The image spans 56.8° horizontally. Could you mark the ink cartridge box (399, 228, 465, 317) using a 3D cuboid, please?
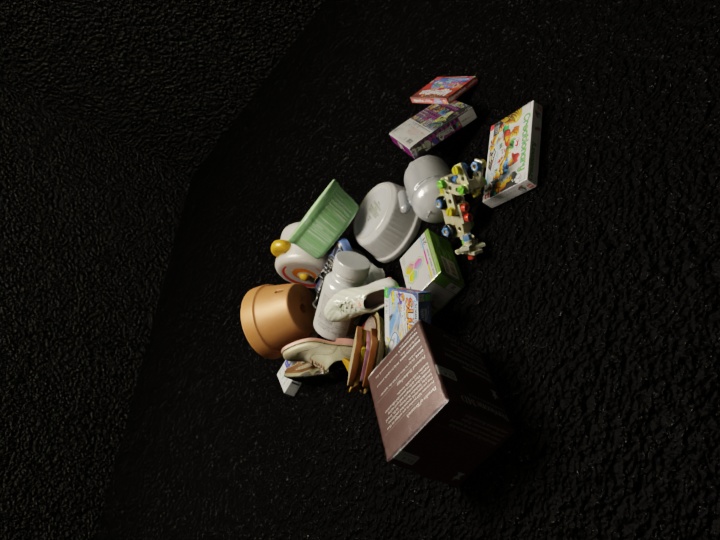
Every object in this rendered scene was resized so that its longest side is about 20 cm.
[{"bbox_3d":[0.123,0.036,1.458,0.200,0.075,0.149,-47,31,27],"label":"ink cartridge box"}]

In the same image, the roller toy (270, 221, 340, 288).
[{"bbox_3d":[-0.146,-0.037,1.877,0.179,0.201,0.142,3,63,13],"label":"roller toy"}]

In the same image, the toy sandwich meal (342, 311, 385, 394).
[{"bbox_3d":[0.002,0.184,1.492,0.205,0.069,0.209,-170,90,-79],"label":"toy sandwich meal"}]

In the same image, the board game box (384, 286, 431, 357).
[{"bbox_3d":[0.097,0.139,1.373,0.135,0.034,0.204,7,99,62],"label":"board game box"}]

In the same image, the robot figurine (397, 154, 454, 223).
[{"bbox_3d":[0.164,-0.187,1.534,0.168,0.113,0.201,-27,38,11],"label":"robot figurine"}]

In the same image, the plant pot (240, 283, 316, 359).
[{"bbox_3d":[-0.202,0.121,1.776,0.139,0.200,0.203,-21,47,31],"label":"plant pot"}]

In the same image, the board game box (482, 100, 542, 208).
[{"bbox_3d":[0.319,-0.242,1.392,0.126,0.034,0.203,-26,46,51],"label":"board game box"}]

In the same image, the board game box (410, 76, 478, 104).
[{"bbox_3d":[0.215,-0.472,1.740,0.103,0.020,0.200,-39,26,-10],"label":"board game box"}]

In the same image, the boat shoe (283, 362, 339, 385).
[{"bbox_3d":[-0.119,0.248,1.714,0.198,0.075,0.075,-14,58,45],"label":"boat shoe"}]

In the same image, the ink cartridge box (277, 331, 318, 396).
[{"bbox_3d":[-0.159,0.235,1.832,0.202,0.039,0.100,-60,27,12],"label":"ink cartridge box"}]

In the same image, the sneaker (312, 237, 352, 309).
[{"bbox_3d":[-0.074,0.014,1.690,0.070,0.077,0.203,41,131,46],"label":"sneaker"}]

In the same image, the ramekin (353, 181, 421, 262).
[{"bbox_3d":[0.063,-0.129,1.687,0.202,0.093,0.205,-42,35,38],"label":"ramekin"}]

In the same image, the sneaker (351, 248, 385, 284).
[{"bbox_3d":[0.000,0.000,1.705,0.077,0.080,0.200,-57,29,9],"label":"sneaker"}]

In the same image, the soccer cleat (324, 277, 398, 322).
[{"bbox_3d":[-0.004,0.072,1.515,0.198,0.070,0.078,-23,17,22],"label":"soccer cleat"}]

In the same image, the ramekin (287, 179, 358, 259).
[{"bbox_3d":[-0.092,-0.127,1.725,0.201,0.097,0.200,-51,8,10],"label":"ramekin"}]

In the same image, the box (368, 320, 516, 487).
[{"bbox_3d":[0.136,0.232,1.172,0.165,0.165,0.201,-50,30,23],"label":"box"}]

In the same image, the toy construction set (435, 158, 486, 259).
[{"bbox_3d":[0.216,-0.124,1.387,0.130,0.091,0.204,-2,94,53],"label":"toy construction set"}]

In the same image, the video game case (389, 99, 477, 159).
[{"bbox_3d":[0.174,-0.357,1.646,0.180,0.036,0.200,-34,25,1],"label":"video game case"}]

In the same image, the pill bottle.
[{"bbox_3d":[-0.041,0.062,1.626,0.115,0.112,0.203,-115,36,-57],"label":"pill bottle"}]

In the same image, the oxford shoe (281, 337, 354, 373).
[{"bbox_3d":[-0.096,0.209,1.607,0.196,0.071,0.075,-5,58,8],"label":"oxford shoe"}]
